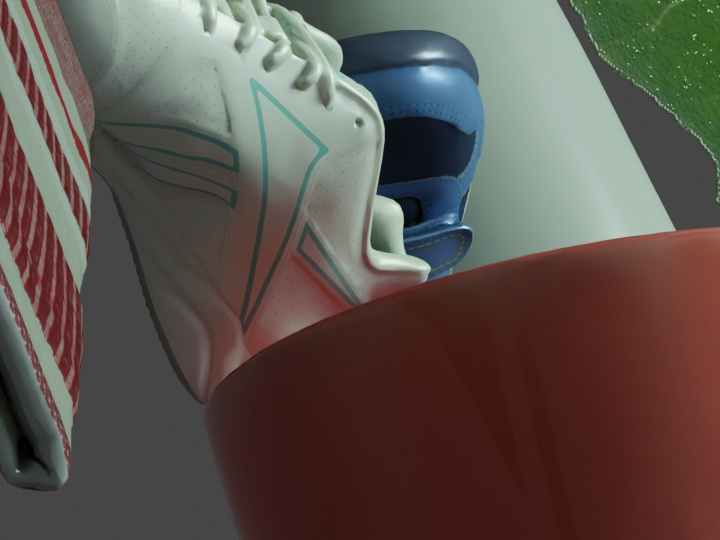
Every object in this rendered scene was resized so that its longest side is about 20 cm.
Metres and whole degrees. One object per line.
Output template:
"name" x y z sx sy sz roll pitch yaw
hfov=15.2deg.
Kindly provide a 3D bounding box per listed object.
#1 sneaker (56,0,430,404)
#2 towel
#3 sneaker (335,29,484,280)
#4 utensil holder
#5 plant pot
"sneaker" -0.042 -0.050 0.700 0.201 0.080 0.071 64 6 -46
"towel" -0.082 -0.059 0.498 0.200 0.023 0.144 -103 173 -69
"sneaker" 0.000 0.000 0.819 0.200 0.074 0.083 103 -21 -59
"utensil holder" 0.030 -0.012 1.019 0.170 0.169 0.201 63 2 -69
"plant pot" 0.071 0.103 0.700 0.200 0.200 0.178 63 15 -72
